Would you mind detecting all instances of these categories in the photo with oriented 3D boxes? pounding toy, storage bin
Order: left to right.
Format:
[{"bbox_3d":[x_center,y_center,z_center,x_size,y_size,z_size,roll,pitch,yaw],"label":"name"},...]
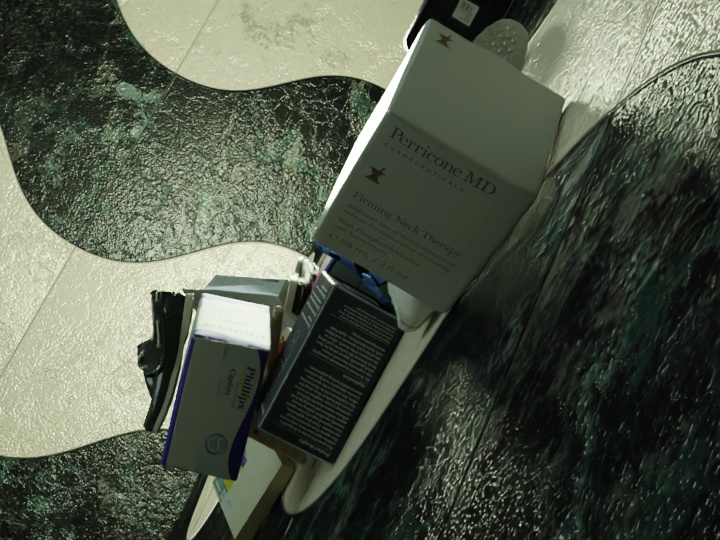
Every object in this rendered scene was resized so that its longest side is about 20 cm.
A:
[{"bbox_3d":[-0.107,0.160,1.650,0.186,0.141,0.200,-62,6,-1],"label":"pounding toy"},{"bbox_3d":[0.173,-0.441,1.947,0.202,0.134,0.094,-61,6,10],"label":"storage bin"}]

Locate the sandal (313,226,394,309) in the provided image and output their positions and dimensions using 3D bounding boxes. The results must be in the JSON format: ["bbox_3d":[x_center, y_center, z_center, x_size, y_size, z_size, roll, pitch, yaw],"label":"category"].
[{"bbox_3d":[0.010,-0.010,1.418,0.079,0.088,0.199,-26,34,-25],"label":"sandal"}]

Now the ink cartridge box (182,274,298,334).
[{"bbox_3d":[-0.169,0.086,1.861,0.041,0.198,0.201,-64,-36,-34],"label":"ink cartridge box"}]

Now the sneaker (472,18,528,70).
[{"bbox_3d":[0.163,-0.248,1.535,0.202,0.076,0.081,-61,-3,-5],"label":"sneaker"}]

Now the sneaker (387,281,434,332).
[{"bbox_3d":[0.054,-0.019,1.288,0.201,0.074,0.100,-92,21,-47],"label":"sneaker"}]

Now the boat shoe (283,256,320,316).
[{"bbox_3d":[-0.074,0.027,1.691,0.199,0.065,0.076,-88,10,-84],"label":"boat shoe"}]

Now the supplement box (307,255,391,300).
[{"bbox_3d":[0.000,0.000,1.601,0.102,0.103,0.200,-57,6,17],"label":"supplement box"}]

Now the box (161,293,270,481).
[{"bbox_3d":[-0.191,0.150,1.514,0.200,0.103,0.186,-110,35,-75],"label":"box"}]

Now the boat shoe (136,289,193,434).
[{"bbox_3d":[-0.276,0.123,1.544,0.072,0.067,0.203,122,158,-67],"label":"boat shoe"}]

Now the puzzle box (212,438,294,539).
[{"bbox_3d":[-0.168,0.317,1.733,0.134,0.025,0.200,-58,22,4],"label":"puzzle box"}]

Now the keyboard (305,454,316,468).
[{"bbox_3d":[-0.024,0.172,1.521,0.202,0.011,0.056,-62,6,4],"label":"keyboard"}]

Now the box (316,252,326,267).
[{"bbox_3d":[0.009,-0.046,1.773,0.201,0.099,0.075,-58,7,28],"label":"box"}]

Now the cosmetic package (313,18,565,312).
[{"bbox_3d":[0.078,-0.104,1.147,0.201,0.166,0.167,-56,7,46],"label":"cosmetic package"}]

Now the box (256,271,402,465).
[{"bbox_3d":[-0.043,0.119,1.431,0.202,0.106,0.148,-61,10,2],"label":"box"}]
